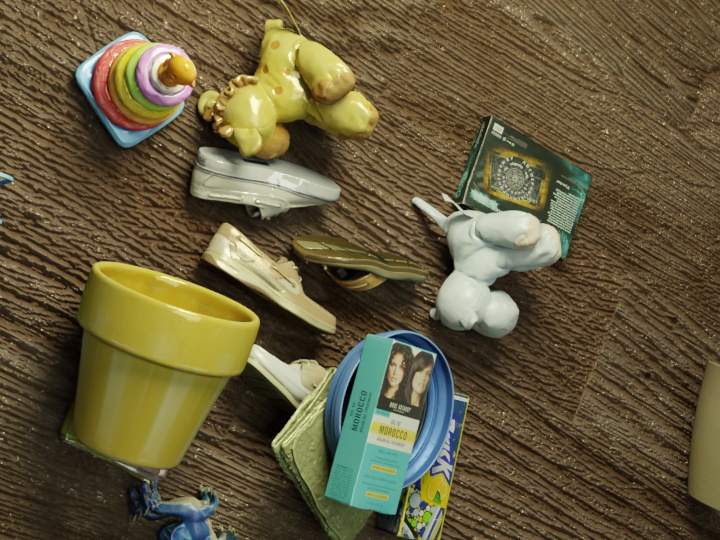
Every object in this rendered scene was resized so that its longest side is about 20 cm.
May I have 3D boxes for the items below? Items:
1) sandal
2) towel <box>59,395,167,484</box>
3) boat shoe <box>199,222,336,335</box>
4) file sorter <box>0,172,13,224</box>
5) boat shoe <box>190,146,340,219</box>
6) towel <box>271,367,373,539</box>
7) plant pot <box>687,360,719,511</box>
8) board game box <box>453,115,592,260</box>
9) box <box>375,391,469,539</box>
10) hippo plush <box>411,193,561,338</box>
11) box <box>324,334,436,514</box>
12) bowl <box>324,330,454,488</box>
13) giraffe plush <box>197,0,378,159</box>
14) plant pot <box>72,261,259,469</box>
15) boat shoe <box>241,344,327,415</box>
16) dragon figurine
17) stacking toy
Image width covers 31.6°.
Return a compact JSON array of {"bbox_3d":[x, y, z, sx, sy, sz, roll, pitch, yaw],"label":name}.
[{"bbox_3d":[0.000,0.000,1.656,0.199,0.080,0.054,13,105,-33],"label":"sandal"},{"bbox_3d":[-0.263,0.141,1.526,0.143,0.023,0.201,28,75,-26],"label":"towel"},{"bbox_3d":[-0.103,0.014,1.590,0.200,0.071,0.065,35,74,-24],"label":"boat shoe"},{"bbox_3d":[-0.465,-0.021,1.354,0.138,0.122,0.201,16,82,-28],"label":"file sorter"},{"bbox_3d":[-0.120,-0.100,1.591,0.199,0.071,0.070,8,113,-33],"label":"boat shoe"},{"bbox_3d":[-0.026,0.234,1.592,0.148,0.036,0.201,-46,124,-27],"label":"towel"},{"bbox_3d":[0.578,0.265,1.933,0.186,0.187,0.201,21,94,-28],"label":"plant pot"},{"bbox_3d":[0.232,-0.114,1.807,0.199,0.028,0.136,27,77,-28],"label":"board game box"},{"bbox_3d":[0.082,0.256,1.698,0.070,0.064,0.201,17,82,-29],"label":"box"},{"bbox_3d":[0.170,0.006,1.696,0.199,0.159,0.162,21,79,-29],"label":"hippo plush"},{"bbox_3d":[0.025,0.184,1.522,0.082,0.049,0.201,20,82,-42],"label":"box"},{"bbox_3d":[0.035,0.173,1.590,0.200,0.039,0.202,-7,101,-42],"label":"bowl"},{"bbox_3d":[-0.102,-0.203,1.555,0.162,0.172,0.200,-44,112,-7],"label":"giraffe plush"},{"bbox_3d":[-0.235,0.111,1.431,0.200,0.201,0.190,17,97,-28],"label":"plant pot"},{"bbox_3d":[-0.077,0.145,1.607,0.200,0.075,0.069,45,68,-33],"label":"boat shoe"},{"bbox_3d":[-0.205,0.327,1.536,0.099,0.059,0.201,-30,103,-26],"label":"dragon figurine"},{"bbox_3d":[-0.231,-0.219,1.444,0.110,0.200,0.116,-39,107,-24],"label":"stacking toy"}]
